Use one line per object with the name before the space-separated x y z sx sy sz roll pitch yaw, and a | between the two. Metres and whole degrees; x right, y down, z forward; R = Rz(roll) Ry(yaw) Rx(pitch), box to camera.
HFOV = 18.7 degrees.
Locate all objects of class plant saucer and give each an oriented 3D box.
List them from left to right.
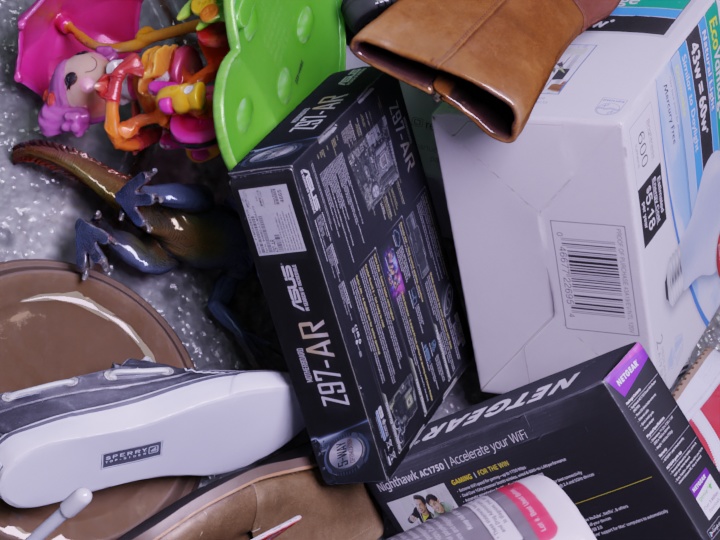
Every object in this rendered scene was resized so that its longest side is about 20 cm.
plant saucer | -0.181 0.083 1.286 0.199 0.029 0.201 9 65 -20

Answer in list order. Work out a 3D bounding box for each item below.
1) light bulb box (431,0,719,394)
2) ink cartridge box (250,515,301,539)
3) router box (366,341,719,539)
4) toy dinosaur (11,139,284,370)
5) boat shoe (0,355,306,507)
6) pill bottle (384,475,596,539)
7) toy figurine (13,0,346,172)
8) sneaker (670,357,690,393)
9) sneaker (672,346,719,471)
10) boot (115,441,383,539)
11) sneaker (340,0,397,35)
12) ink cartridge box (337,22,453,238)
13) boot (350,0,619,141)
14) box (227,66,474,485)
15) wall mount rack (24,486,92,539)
light bulb box | 0.150 -0.053 1.348 0.200 0.124 0.199 -50 137 -48
ink cartridge box | -0.126 0.205 1.156 0.173 0.200 0.044 -22 80 -28
router box | 0.115 0.142 1.269 0.150 0.200 0.051 58 42 -8
toy dinosaur | -0.082 -0.034 1.346 0.181 0.105 0.200 -1 46 -50
boat shoe | -0.124 0.081 1.259 0.199 0.072 0.068 -12 49 -23
pill bottle | 0.024 0.188 1.077 0.199 0.111 0.111 -22 78 -11
toy figurine | -0.127 -0.122 1.316 0.150 0.183 0.201 59 35 -43
sneaker | 0.179 0.064 1.413 0.076 0.088 0.200 37 58 -4
sneaker | 0.220 0.142 1.369 0.112 0.071 0.200 33 52 10
boot | -0.059 0.151 1.273 0.199 0.073 0.076 -17 86 -43
sneaker | 0.049 -0.221 1.402 0.199 0.060 0.105 -22 76 -33
ink cartridge box | 0.025 -0.138 1.435 0.145 0.083 0.201 12 65 -18
boot | 0.048 -0.170 1.266 0.188 0.069 0.200 35 49 7
box | 0.000 0.000 1.289 0.160 0.043 0.201 -51 129 -55
wall mount rack | -0.248 0.133 1.187 0.174 0.075 0.200 -40 87 -8
